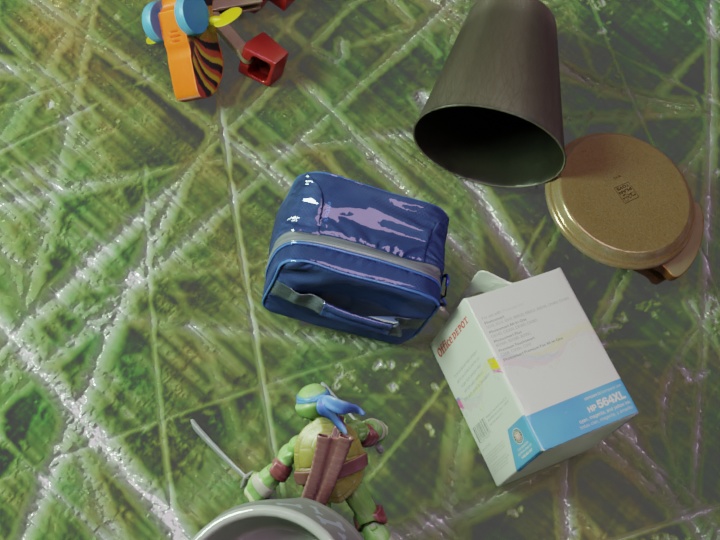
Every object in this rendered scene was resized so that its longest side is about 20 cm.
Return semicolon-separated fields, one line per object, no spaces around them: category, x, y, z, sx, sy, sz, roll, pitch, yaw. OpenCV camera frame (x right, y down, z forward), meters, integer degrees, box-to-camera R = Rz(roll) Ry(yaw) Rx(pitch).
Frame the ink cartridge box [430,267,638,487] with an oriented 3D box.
ink cartridge box;0.173;0.101;1.294;0.125;0.129;0.201;-17;70;-23

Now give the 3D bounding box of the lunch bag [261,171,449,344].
lunch bag;0.000;0.000;1.291;0.199;0.136;0.133;15;61;-9

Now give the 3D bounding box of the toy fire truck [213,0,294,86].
toy fire truck;-0.146;-0.327;1.464;0.200;0.049;0.141;37;62;5

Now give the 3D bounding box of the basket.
basket;0.168;-0.221;1.456;0.180;0.136;0.201;16;57;-2

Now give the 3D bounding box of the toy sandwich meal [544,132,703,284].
toy sandwich meal;0.311;-0.073;1.460;0.204;0.070;0.206;4;63;-8

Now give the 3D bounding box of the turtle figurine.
turtle figurine;-0.036;0.207;1.214;0.144;0.200;0.195;-14;88;-45

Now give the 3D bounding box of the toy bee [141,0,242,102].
toy bee;-0.188;-0.300;1.388;0.131;0.201;0.109;18;32;25

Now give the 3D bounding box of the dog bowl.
dog bowl;-0.081;0.299;1.089;0.199;0.059;0.201;-3;78;12
